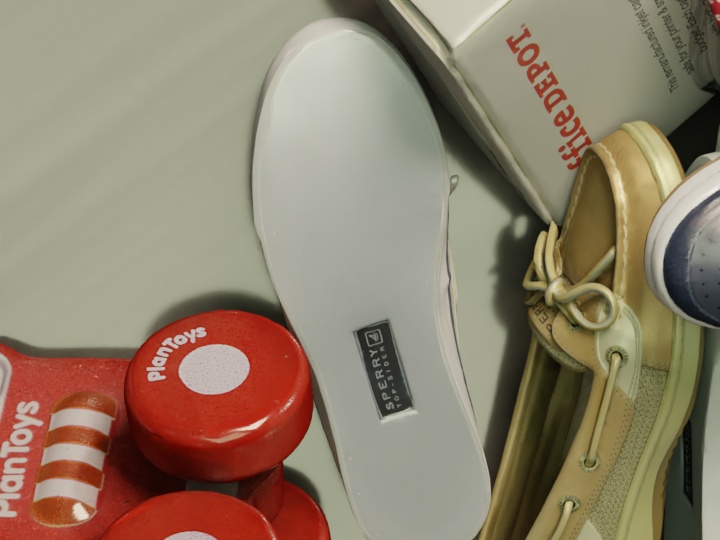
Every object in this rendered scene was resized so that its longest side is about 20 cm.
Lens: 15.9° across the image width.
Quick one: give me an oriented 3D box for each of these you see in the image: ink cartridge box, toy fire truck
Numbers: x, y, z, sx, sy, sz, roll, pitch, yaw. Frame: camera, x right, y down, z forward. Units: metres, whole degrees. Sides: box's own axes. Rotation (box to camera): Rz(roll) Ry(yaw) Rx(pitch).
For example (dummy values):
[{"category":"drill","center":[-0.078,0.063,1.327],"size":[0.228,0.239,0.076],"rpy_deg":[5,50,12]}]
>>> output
[{"category":"ink cartridge box","center":[0.102,-0.130,0.908],"size":[0.200,0.147,0.083],"rpy_deg":[-41,59,-2]},{"category":"toy fire truck","center":[-0.100,0.105,0.896],"size":[0.166,0.201,0.113],"rpy_deg":[0,134,7]}]

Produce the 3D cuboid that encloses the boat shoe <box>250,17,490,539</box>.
[{"category":"boat shoe","center":[0.005,0.000,0.943],"size":[0.074,0.086,0.203],"rpy_deg":[-16,110,-1]}]

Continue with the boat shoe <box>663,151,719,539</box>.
[{"category":"boat shoe","center":[0.161,0.045,0.946],"size":[0.090,0.071,0.202],"rpy_deg":[-7,119,-9]}]

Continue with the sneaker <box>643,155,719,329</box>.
[{"category":"sneaker","center":[0.199,0.000,0.836],"size":[0.198,0.109,0.071],"rpy_deg":[-3,111,-12]}]

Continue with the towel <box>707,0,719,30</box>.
[{"category":"towel","center":[0.209,-0.062,0.888],"size":[0.144,0.023,0.201],"rpy_deg":[-29,113,-2]}]

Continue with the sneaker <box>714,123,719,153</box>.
[{"category":"sneaker","center":[0.219,-0.067,0.966],"size":[0.199,0.090,0.075],"rpy_deg":[-13,50,-19]}]

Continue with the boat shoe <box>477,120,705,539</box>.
[{"category":"boat shoe","center":[0.077,0.044,0.932],"size":[0.063,0.073,0.202],"rpy_deg":[-2,118,-17]}]
